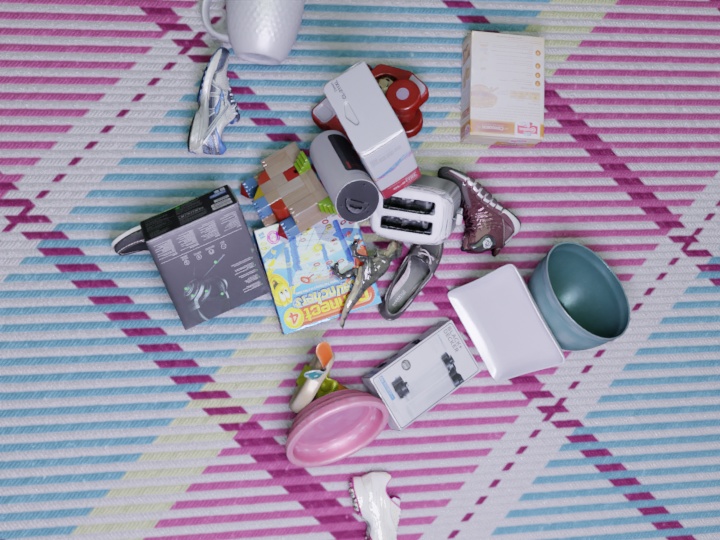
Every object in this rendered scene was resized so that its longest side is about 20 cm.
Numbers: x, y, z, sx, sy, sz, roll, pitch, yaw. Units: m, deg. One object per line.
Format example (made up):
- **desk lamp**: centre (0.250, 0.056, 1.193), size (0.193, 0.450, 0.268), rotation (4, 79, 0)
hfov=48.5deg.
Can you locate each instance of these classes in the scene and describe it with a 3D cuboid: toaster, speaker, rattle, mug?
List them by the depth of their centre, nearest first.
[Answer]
- **speaker**: centre (-0.030, -0.166, 1.396), size (0.079, 0.201, 0.083), rotation (-9, 125, -13)
- **rattle**: centre (-0.045, 0.207, 1.414), size (0.143, 0.200, 0.130), rotation (45, 53, 3)
- **toaster**: centre (0.091, -0.115, 1.475), size (0.195, 0.129, 0.116), rotation (10, 105, 6)
- **mug**: centre (-0.201, -0.482, 1.478), size (0.195, 0.147, 0.180), rotation (8, 91, 12)

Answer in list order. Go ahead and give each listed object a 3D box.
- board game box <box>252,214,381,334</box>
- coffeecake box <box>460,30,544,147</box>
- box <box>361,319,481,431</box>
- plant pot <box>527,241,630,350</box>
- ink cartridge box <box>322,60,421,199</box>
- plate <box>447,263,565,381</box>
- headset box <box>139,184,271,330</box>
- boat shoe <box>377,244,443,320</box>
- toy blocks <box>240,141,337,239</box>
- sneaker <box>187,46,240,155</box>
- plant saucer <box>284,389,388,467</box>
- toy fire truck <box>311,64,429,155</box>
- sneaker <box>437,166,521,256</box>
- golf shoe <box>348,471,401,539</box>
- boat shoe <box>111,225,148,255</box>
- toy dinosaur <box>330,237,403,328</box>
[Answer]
- **board game box**: centre (-0.081, -0.005, 1.499), size (0.196, 0.056, 0.200), rotation (-18, 88, -10)
- **coffeecake box**: centre (0.278, -0.353, 1.572), size (0.150, 0.073, 0.205), rotation (3, 85, -9)
- **box**: centre (0.115, 0.194, 1.501), size (0.198, 0.060, 0.118), rotation (-32, 92, -18)
- **plant pot**: centre (0.387, 0.068, 1.509), size (0.197, 0.134, 0.204), rotation (18, 51, -23)
- **ink cartridge box**: centre (0.023, -0.228, 1.328), size (0.082, 0.200, 0.148), rotation (-29, 73, 3)
- **plate**: centre (0.273, 0.098, 1.490), size (0.032, 0.199, 0.202), rotation (-30, 90, -36)
- **headset box**: centre (-0.269, -0.017, 1.415), size (0.171, 0.093, 0.203), rotation (-24, 121, -10)
- **boat shoe**: centre (0.103, 0.009, 1.526), size (0.066, 0.057, 0.202), rotation (35, 82, -5)
- **toy blocks**: centre (-0.141, -0.137, 1.457), size (0.135, 0.100, 0.202), rotation (-30, 58, -5)
- **sneaker**: centre (-0.263, -0.310, 1.492), size (0.083, 0.077, 0.205), rotation (13, 91, -17)
- **plant saucer**: centre (-0.046, 0.277, 1.433), size (0.197, 0.202, 0.051), rotation (-21, 56, -10)
- **toy fire truck**: centre (0.023, -0.312, 1.519), size (0.200, 0.112, 0.168), rotation (-43, 72, -7)
- **sneaker**: centre (0.208, -0.102, 1.544), size (0.199, 0.076, 0.116), rotation (37, 84, -5)
- **golf shoe**: centre (0.046, 0.470, 1.479), size (0.090, 0.075, 0.204), rotation (-18, 90, -13)
- **boat shoe**: centre (-0.351, -0.061, 1.455), size (0.196, 0.074, 0.061), rotation (-21, 85, -18)
- **toy dinosaur**: centre (0.000, 0.000, 1.461), size (0.088, 0.047, 0.201), rotation (40, 82, -12)
